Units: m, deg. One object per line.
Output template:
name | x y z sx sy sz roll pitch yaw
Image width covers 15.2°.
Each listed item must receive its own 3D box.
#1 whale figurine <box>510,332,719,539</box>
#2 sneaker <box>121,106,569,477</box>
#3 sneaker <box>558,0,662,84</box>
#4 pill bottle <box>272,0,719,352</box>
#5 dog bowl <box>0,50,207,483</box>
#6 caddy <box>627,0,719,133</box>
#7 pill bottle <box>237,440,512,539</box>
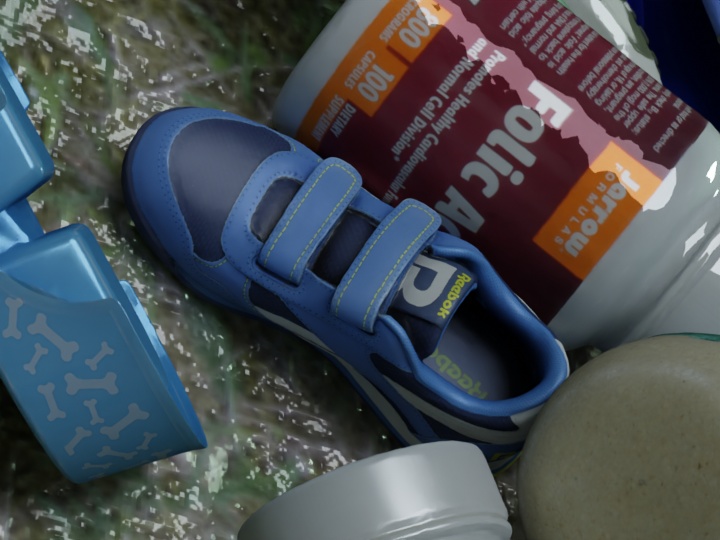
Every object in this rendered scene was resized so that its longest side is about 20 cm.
whale figurine | 0.126 0.122 1.007 0.104 0.159 0.200 -8 103 -56
sneaker | 0.000 0.000 1.038 0.200 0.082 0.074 36 68 -9
sneaker | 0.103 -0.035 1.170 0.089 0.077 0.200 -29 81 -11
pill bottle | 0.074 -0.040 1.084 0.200 0.114 0.114 39 46 4
dog bowl | -0.122 -0.015 0.945 0.050 0.111 0.200 -28 94 -1
caddy | 0.202 -0.091 1.209 0.105 0.141 0.200 -18 73 -46
pill bottle | 0.032 0.168 0.941 0.114 0.114 0.200 -4 66 -37
